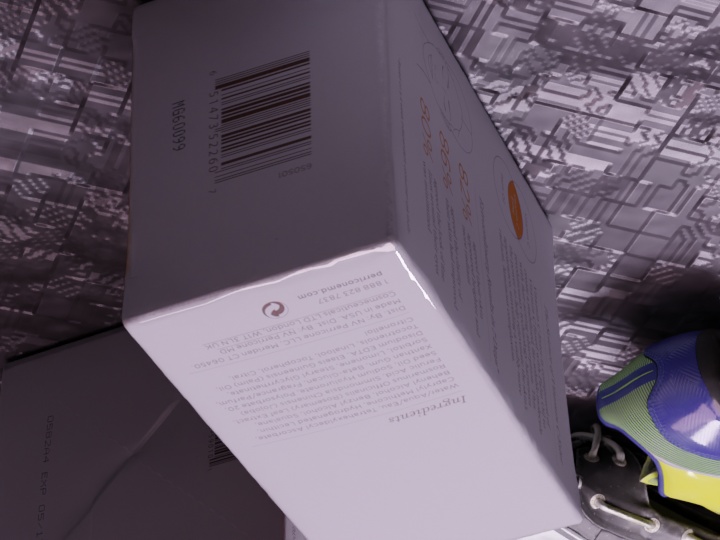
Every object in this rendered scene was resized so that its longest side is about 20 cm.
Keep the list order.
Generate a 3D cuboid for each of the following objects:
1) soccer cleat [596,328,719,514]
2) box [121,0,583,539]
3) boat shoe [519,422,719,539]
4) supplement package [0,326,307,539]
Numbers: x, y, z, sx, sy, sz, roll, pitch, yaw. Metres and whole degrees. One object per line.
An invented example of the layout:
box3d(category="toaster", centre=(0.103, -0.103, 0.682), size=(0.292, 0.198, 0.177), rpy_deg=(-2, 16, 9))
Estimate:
box3d(category="soccer cleat", centre=(0.177, 0.091, 1.106), size=(0.083, 0.065, 0.200), rpy_deg=(-20, 140, 24))
box3d(category="box", centre=(0.000, 0.000, 0.910), size=(0.106, 0.153, 0.200), rpy_deg=(-16, 140, 16))
box3d(category="boat shoe", centre=(0.107, 0.107, 1.133), size=(0.199, 0.071, 0.064), rpy_deg=(32, 99, -25))
box3d(category="supplement package", centre=(-0.055, 0.136, 1.080), size=(0.150, 0.153, 0.200), rpy_deg=(-17, 138, 19))
